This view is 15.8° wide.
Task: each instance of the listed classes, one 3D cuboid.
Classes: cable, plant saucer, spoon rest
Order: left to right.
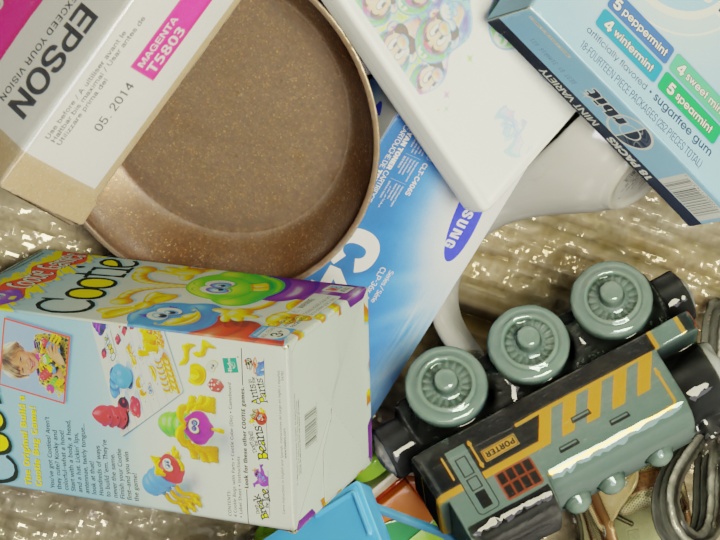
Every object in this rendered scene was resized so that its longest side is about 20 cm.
[{"bbox_3d":[-0.079,-0.084,1.392,0.200,0.037,0.201,8,115,18],"label":"plant saucer"},{"bbox_3d":[0.108,-0.039,1.467,0.200,0.099,0.061,-48,66,7],"label":"spoon rest"},{"bbox_3d":[0.215,0.079,1.485,0.050,0.200,0.097,-21,103,36],"label":"cable"}]

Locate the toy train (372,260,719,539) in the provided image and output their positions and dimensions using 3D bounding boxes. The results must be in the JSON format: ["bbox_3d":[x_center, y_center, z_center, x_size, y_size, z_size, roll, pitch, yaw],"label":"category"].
[{"bbox_3d":[0.109,0.078,1.432,0.200,0.085,0.114,-27,69,-9],"label":"toy train"}]

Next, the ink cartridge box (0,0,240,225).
[{"bbox_3d":[-0.152,-0.153,1.322,0.200,0.165,0.075,-53,147,5],"label":"ink cartridge box"}]

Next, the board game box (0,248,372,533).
[{"bbox_3d":[-0.105,0.060,1.379,0.199,0.103,0.105,7,110,23],"label":"board game box"}]

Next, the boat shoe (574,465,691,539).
[{"bbox_3d":[0.159,0.124,1.501,0.075,0.074,0.201,-15,89,-23],"label":"boat shoe"}]

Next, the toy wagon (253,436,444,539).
[{"bbox_3d":[0.040,0.168,1.529,0.200,0.040,0.155,-39,111,1],"label":"toy wagon"}]

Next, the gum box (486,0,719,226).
[{"bbox_3d":[0.184,-0.155,1.417,0.170,0.045,0.200,43,65,-20],"label":"gum box"}]

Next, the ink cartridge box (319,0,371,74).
[{"bbox_3d":[-0.024,-0.190,1.407,0.200,0.042,0.120,29,97,-18],"label":"ink cartridge box"}]

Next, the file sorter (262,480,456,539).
[{"bbox_3d":[-0.026,0.234,1.423,0.200,0.139,0.123,-34,149,21],"label":"file sorter"}]

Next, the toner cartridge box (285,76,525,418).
[{"bbox_3d":[0.000,0.000,1.447,0.095,0.043,0.200,21,107,-33],"label":"toner cartridge box"}]

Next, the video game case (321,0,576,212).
[{"bbox_3d":[0.066,-0.164,1.389,0.182,0.024,0.200,-48,119,-23],"label":"video game case"}]
